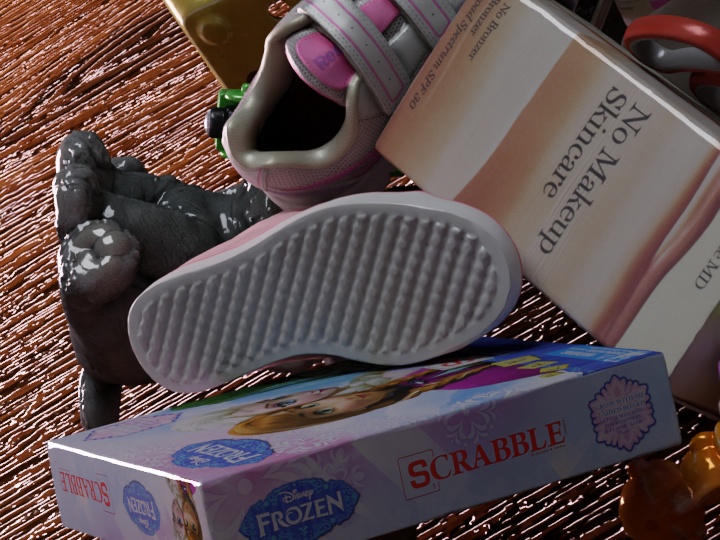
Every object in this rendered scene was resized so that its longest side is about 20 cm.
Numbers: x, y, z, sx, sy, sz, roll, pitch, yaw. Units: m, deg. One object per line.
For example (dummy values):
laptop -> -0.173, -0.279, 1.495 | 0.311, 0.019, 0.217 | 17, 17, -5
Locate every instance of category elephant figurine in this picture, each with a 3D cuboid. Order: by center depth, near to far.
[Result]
elephant figurine -> -0.056, -0.013, 1.327 | 0.199, 0.155, 0.142 | -5, 64, -2

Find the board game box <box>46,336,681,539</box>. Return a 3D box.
board game box -> -0.005, 0.071, 1.034 | 0.199, 0.041, 0.200 | -15, 6, -23

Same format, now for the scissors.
scissors -> 0.175, -0.078, 1.012 | 0.014, 0.073, 0.200 | -56, 23, -9

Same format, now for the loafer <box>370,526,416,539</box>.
loafer -> -0.047, 0.149, 1.068 | 0.200, 0.070, 0.075 | -30, 17, -37

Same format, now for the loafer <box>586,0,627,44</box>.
loafer -> 0.146, -0.177, 1.452 | 0.200, 0.070, 0.075 | -42, 27, -22

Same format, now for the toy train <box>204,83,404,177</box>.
toy train -> 0.021, -0.066, 1.254 | 0.199, 0.042, 0.056 | 5, 9, -6

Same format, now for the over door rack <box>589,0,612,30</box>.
over door rack -> 0.110, -0.152, 1.252 | 0.066, 0.200, 0.148 | 26, 101, 35

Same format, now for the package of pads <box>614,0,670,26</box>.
package of pads -> 0.251, -0.197, 1.375 | 0.154, 0.068, 0.200 | 4, 43, 51

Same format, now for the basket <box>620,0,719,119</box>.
basket -> 0.230, -0.098, 1.147 | 0.200, 0.136, 0.181 | -24, 56, 28

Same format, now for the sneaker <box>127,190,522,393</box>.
sneaker -> 0.000, 0.000, 1.123 | 0.200, 0.076, 0.105 | -14, 8, 35

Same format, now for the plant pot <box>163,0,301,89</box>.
plant pot -> -0.022, -0.184, 1.522 | 0.194, 0.196, 0.200 | -21, 34, 21

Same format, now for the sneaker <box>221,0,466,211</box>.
sneaker -> 0.011, -0.102, 1.149 | 0.200, 0.081, 0.088 | -54, -18, 15

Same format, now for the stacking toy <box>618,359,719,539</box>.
stacking toy -> 0.184, 0.049, 0.993 | 0.200, 0.116, 0.110 | -37, 16, 21

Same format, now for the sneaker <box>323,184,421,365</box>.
sneaker -> 0.030, -0.014, 1.261 | 0.066, 0.091, 0.200 | -9, 33, 37

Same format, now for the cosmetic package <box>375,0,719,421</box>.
cosmetic package -> 0.112, -0.032, 1.087 | 0.200, 0.087, 0.104 | 41, 103, 38

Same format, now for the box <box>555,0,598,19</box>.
box -> 0.092, -0.181, 1.334 | 0.043, 0.160, 0.200 | 32, 70, 24
